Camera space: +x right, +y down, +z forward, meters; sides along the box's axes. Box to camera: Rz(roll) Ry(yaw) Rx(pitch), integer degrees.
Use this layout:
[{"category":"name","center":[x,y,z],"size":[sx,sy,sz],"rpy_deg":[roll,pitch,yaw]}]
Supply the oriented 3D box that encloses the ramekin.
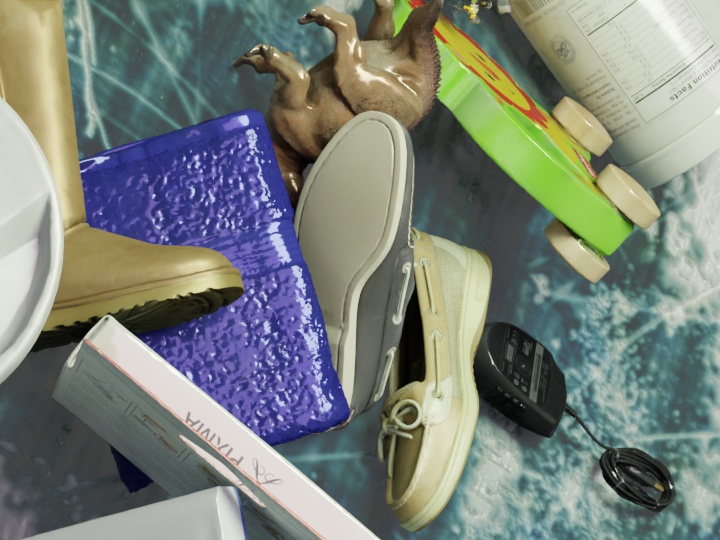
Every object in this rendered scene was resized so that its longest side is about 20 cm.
[{"category":"ramekin","center":[-0.256,-0.008,1.164],"size":[0.200,0.094,0.204],"rpy_deg":[2,76,-8]}]

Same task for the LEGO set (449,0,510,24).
[{"category":"LEGO set","center":[0.035,-0.216,1.418],"size":[0.200,0.152,0.117],"rpy_deg":[-14,102,-76]}]

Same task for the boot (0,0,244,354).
[{"category":"boot","center":[-0.167,-0.062,1.255],"size":[0.174,0.066,0.202],"rpy_deg":[-11,78,1]}]

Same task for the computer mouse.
[{"category":"computer mouse","center":[0.136,0.103,1.469],"size":[0.200,0.034,0.059],"rpy_deg":[41,39,-22]}]

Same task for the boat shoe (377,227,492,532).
[{"category":"boat shoe","center":[0.036,0.067,1.387],"size":[0.063,0.073,0.202],"rpy_deg":[22,59,-18]}]

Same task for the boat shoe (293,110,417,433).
[{"category":"boat shoe","center":[0.000,0.000,1.348],"size":[0.062,0.072,0.202],"rpy_deg":[-5,112,-52]}]

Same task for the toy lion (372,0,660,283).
[{"category":"toy lion","center":[0.089,-0.102,1.427],"size":[0.191,0.069,0.200],"rpy_deg":[39,13,-23]}]

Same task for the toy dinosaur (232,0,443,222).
[{"category":"toy dinosaur","center":[-0.005,-0.096,1.367],"size":[0.136,0.199,0.086],"rpy_deg":[57,23,-5]}]

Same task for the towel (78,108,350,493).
[{"category":"towel","center":[-0.100,0.017,1.311],"size":[0.146,0.050,0.202],"rpy_deg":[-16,83,-11]}]

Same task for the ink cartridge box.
[{"category":"ink cartridge box","center":[-0.072,0.101,1.185],"size":[0.200,0.174,0.044],"rpy_deg":[40,71,-2]}]

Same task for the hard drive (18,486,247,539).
[{"category":"hard drive","center":[-0.140,0.199,1.145],"size":[0.025,0.199,0.133],"rpy_deg":[12,64,-60]}]

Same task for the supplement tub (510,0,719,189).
[{"category":"supplement tub","center":[0.187,-0.173,1.533],"size":[0.201,0.132,0.132],"rpy_deg":[53,53,-8]}]
